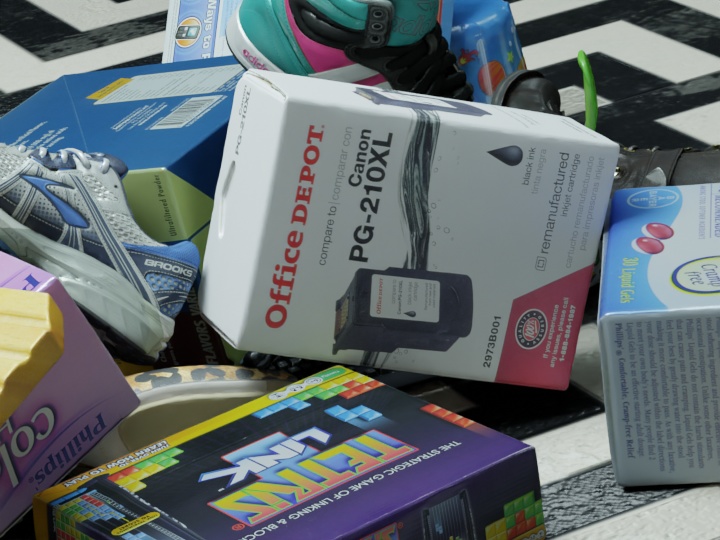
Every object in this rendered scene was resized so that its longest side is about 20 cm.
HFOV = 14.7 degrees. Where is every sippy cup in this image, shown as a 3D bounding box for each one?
[{"bbox_3d":[0.060,-0.116,1.886,0.178,0.131,0.140,-20,25,-28],"label":"sippy cup"}]

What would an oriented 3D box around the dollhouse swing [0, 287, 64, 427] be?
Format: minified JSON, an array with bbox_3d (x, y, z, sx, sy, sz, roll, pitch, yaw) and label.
[{"bbox_3d":[-0.278,0.026,1.342,0.176,0.182,0.200,-11,34,54],"label":"dollhouse swing"}]

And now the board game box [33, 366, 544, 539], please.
[{"bbox_3d":[-0.036,0.123,1.402,0.200,0.057,0.165,-23,25,-33],"label":"board game box"}]

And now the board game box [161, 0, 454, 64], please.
[{"bbox_3d":[-0.039,-0.125,1.825,0.196,0.200,0.056,-6,-22,32],"label":"board game box"}]

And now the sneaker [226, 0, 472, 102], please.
[{"bbox_3d":[0.030,-0.128,1.604,0.200,0.121,0.084,33,43,0],"label":"sneaker"}]

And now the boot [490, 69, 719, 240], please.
[{"bbox_3d":[0.163,-0.060,1.714,0.174,0.069,0.200,-1,34,13],"label":"boot"}]

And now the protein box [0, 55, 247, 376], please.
[{"bbox_3d":[-0.133,-0.032,1.689,0.200,0.135,0.199,-4,23,31],"label":"protein box"}]

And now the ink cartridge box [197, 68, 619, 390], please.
[{"bbox_3d":[0.025,-0.022,1.541,0.200,0.145,0.084,7,12,-19],"label":"ink cartridge box"}]

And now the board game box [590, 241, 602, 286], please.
[{"bbox_3d":[0.106,-0.020,1.758,0.200,0.035,0.126,-26,27,-38],"label":"board game box"}]

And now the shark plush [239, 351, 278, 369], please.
[{"bbox_3d":[0.000,0.000,1.645,0.091,0.083,0.200,20,48,6],"label":"shark plush"}]

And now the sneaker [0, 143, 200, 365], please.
[{"bbox_3d":[-0.174,-0.036,1.532,0.085,0.200,0.077,-55,11,-19],"label":"sneaker"}]

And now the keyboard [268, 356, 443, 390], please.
[{"bbox_3d":[-0.049,0.057,1.640,0.200,0.021,0.127,-14,23,-18],"label":"keyboard"}]

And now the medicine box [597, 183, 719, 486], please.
[{"bbox_3d":[0.234,0.027,1.509,0.200,0.103,0.182,-5,22,9],"label":"medicine box"}]

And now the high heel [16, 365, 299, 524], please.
[{"bbox_3d":[-0.140,0.070,1.561,0.200,0.071,0.143,-19,29,-6],"label":"high heel"}]

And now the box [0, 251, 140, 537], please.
[{"bbox_3d":[-0.251,0.071,1.489,0.176,0.097,0.200,-43,36,-19],"label":"box"}]
